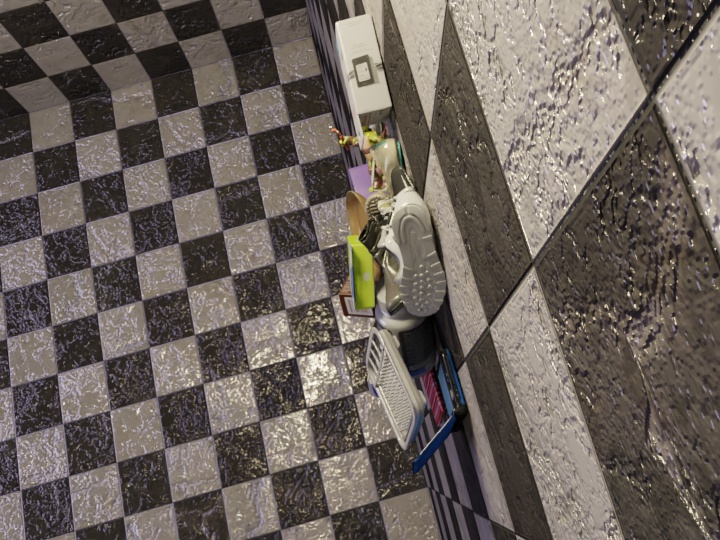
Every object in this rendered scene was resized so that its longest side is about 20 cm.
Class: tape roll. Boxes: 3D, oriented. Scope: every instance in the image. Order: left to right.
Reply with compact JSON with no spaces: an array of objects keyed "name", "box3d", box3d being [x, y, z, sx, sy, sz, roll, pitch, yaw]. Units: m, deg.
[{"name":"tape roll","box3d":[0.032,-0.156,1.576,0.200,0.082,0.207,166,91,-89]}]

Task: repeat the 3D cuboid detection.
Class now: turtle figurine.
[{"name":"turtle figurine","box3d":[0.019,-0.248,1.351,0.197,0.064,0.165,8,122,53]}]

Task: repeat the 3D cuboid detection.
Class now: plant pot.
[{"name":"plant pot","box3d":[0.015,-0.078,1.424,0.200,0.027,0.206,160,91,-78]}]

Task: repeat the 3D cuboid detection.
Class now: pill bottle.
[{"name":"pill bottle","box3d":[0.089,0.109,1.308,0.115,0.110,0.204,-107,3,-52]}]

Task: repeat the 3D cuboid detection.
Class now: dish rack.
[{"name":"dish rack","box3d":[0.070,0.221,1.240,0.174,0.042,0.203,99,151,-53]}]

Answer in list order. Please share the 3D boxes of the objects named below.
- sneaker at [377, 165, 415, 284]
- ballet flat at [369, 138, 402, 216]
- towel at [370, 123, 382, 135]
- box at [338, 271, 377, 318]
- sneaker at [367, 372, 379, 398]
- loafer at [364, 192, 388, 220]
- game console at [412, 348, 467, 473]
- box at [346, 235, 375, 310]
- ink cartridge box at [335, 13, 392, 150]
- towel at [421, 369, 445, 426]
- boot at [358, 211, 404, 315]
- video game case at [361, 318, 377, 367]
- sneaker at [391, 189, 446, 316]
[{"name":"sneaker","box3d":[0.065,-0.075,1.099,0.074,0.086,0.206,76,-179,-80]},{"name":"ballet flat","box3d":[0.055,-0.144,1.198,0.070,0.067,0.205,-107,4,-60]},{"name":"towel","box3d":[0.017,-0.363,1.419,0.149,0.023,0.203,79,177,-45]},{"name":"box","box3d":[0.027,0.024,1.582,0.202,0.097,0.077,-63,-33,-45]},{"name":"sneaker","box3d":[0.095,0.189,1.443,0.081,0.112,0.203,77,-145,-57]},{"name":"loafer","box3d":[0.068,-0.070,1.309,0.069,0.073,0.205,-60,-44,-57]},{"name":"game console","box3d":[0.128,0.262,1.193,0.201,0.115,0.175,81,174,-68]},{"name":"box","box3d":[0.000,0.000,1.300,0.200,0.046,0.126,-109,15,-81]},{"name":"ink cartridge box","box3d":[0.009,-0.331,1.162,0.116,0.065,0.207,-171,68,-88]},{"name":"towel","box3d":[0.164,0.252,1.537,0.146,0.022,0.205,84,171,-64]},{"name":"boot","box3d":[0.040,-0.016,1.170,0.130,0.067,0.202,44,-152,-16]},{"name":"video game case","box3d":[0.068,0.149,1.530,0.143,0.018,0.205,48,-126,-50]},{"name":"sneaker","box3d":[0.093,-0.024,1.022,0.081,0.074,0.206,-84,-13,-61]}]
